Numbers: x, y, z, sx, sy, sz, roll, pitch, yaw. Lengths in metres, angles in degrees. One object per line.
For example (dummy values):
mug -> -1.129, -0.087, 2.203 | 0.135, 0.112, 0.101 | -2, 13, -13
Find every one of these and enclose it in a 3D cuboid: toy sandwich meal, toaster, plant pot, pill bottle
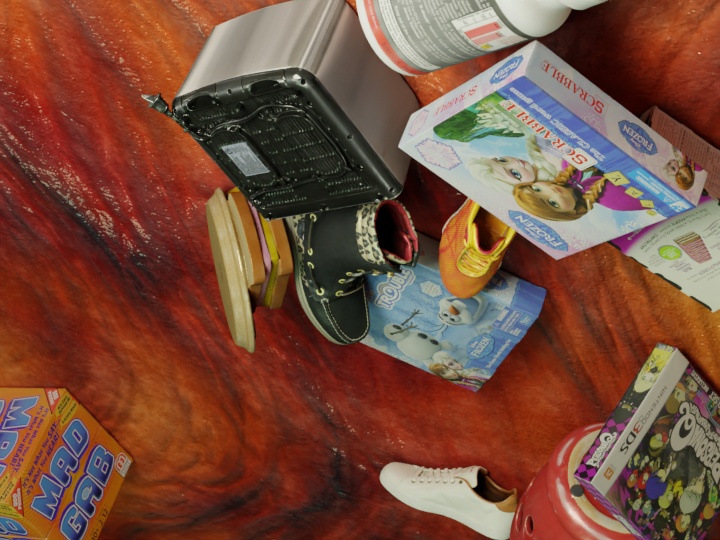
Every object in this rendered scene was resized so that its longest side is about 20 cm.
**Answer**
toy sandwich meal -> -0.121, -0.008, 1.607 | 0.070, 0.207, 0.206 | -12, 147, -9
toaster -> -0.066, -0.154, 1.385 | 0.180, 0.119, 0.200 | -9, 137, 37
plant pot -> 0.295, 0.301, 1.762 | 0.199, 0.202, 0.183 | 19, 144, 3
pill bottle -> 0.103, -0.236, 1.176 | 0.199, 0.117, 0.116 | -12, 135, 41

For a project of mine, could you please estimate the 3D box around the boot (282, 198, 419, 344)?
boot -> -0.001, 0.000, 1.537 | 0.153, 0.073, 0.205 | 12, 128, 47

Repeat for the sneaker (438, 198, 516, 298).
sneaker -> 0.118, -0.032, 1.478 | 0.072, 0.078, 0.201 | 21, 141, 2

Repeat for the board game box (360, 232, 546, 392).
board game box -> 0.083, 0.044, 1.655 | 0.197, 0.044, 0.200 | 24, 146, -3

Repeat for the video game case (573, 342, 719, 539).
video game case -> 0.346, 0.211, 1.625 | 0.200, 0.182, 0.036 | 45, 164, -31

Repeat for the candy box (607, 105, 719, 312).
candy box -> 0.306, -0.054, 1.371 | 0.199, 0.061, 0.136 | 33, 147, -14

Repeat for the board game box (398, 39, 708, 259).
board game box -> 0.164, -0.098, 1.278 | 0.199, 0.041, 0.199 | 34, 153, -18

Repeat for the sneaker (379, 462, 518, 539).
sneaker -> 0.125, 0.288, 1.978 | 0.198, 0.073, 0.085 | 19, 117, 14

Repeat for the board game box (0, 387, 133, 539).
board game box -> -0.512, 0.318, 2.236 | 0.198, 0.201, 0.200 | -2, 140, 32
